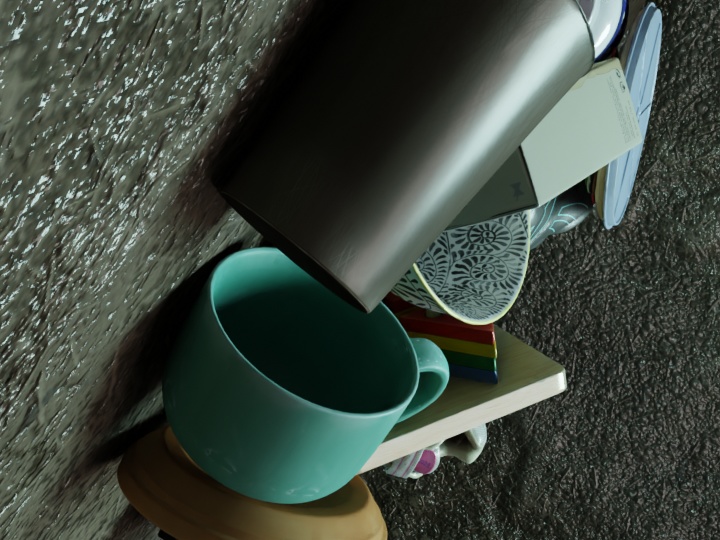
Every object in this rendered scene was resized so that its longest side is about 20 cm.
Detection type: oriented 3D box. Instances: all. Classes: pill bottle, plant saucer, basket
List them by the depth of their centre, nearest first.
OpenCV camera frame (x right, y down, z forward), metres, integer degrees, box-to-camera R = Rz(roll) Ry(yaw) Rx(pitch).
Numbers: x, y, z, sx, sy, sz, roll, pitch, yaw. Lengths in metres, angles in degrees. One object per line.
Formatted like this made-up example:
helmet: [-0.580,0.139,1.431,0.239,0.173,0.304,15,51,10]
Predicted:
basket: [0.023,-0.087,0.725,0.200,0.136,0.180,-51,164,-5]
plant saucer: [-0.072,0.154,0.883,0.200,0.199,0.038,-23,132,-76]
pill bottle: [0.157,-0.219,1.020,0.120,0.119,0.200,-58,172,15]

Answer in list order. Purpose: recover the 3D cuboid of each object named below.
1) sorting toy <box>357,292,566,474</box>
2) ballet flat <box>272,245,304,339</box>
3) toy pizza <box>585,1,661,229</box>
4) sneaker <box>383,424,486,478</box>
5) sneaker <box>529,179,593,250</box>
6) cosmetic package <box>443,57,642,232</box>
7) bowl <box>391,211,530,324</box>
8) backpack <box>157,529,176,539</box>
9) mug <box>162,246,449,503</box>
sorting toy: [0.028,0.061,1.004,0.199,0.199,0.070,-18,115,-23]
ballet flat: [-0.062,0.045,0.927,0.066,0.067,0.201,12,116,-33]
toy pizza: [0.231,-0.137,1.100,0.200,0.031,0.202,12,90,-73]
sneaker: [0.031,0.135,1.082,0.199,0.089,0.082,-6,141,-23]
sneaker: [0.156,-0.063,1.109,0.200,0.075,0.079,-46,157,-24]
cosmetic package: [0.120,-0.094,0.911,0.103,0.074,0.200,-13,-171,35]
bowl: [0.044,-0.052,0.963,0.094,0.202,0.201,-10,-156,37]
backpack: [-0.098,0.195,1.106,0.200,0.166,0.128,-2,109,-76]
mug: [-0.040,0.085,0.823,0.115,0.184,0.152,-56,-171,31]
